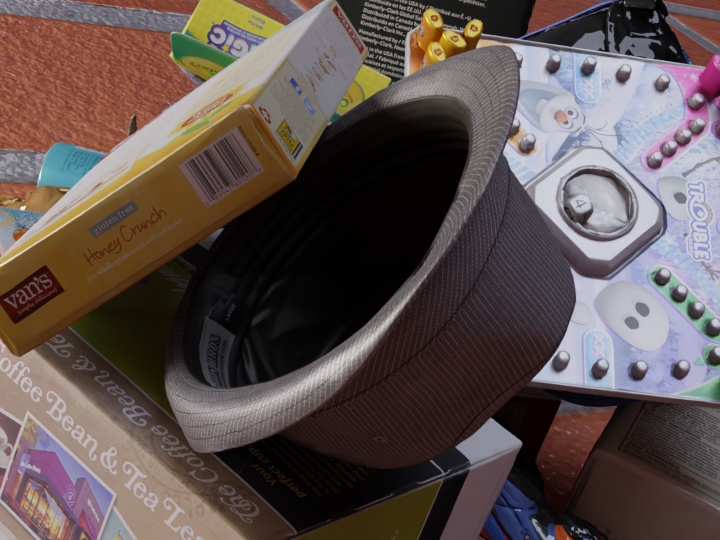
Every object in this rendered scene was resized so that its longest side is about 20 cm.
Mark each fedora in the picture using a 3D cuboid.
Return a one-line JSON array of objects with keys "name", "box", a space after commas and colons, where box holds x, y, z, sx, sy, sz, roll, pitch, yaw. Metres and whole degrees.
[{"name": "fedora", "box": [0.014, 0.012, 0.613, 0.090, 0.199, 0.178, 40, 46, -24]}]

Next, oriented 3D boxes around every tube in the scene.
[{"name": "tube", "box": [-0.105, -0.041, 1.007, 0.198, 0.051, 0.077, 11, 20, 12]}]

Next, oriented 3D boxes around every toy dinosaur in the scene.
[{"name": "toy dinosaur", "box": [-0.176, -0.031, 0.929, 0.198, 0.061, 0.106, -12, -13, 28]}]

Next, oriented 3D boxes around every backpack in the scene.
[{"name": "backpack", "box": [0.133, -0.025, 0.889, 0.181, 0.148, 0.201, -22, 62, -17]}]

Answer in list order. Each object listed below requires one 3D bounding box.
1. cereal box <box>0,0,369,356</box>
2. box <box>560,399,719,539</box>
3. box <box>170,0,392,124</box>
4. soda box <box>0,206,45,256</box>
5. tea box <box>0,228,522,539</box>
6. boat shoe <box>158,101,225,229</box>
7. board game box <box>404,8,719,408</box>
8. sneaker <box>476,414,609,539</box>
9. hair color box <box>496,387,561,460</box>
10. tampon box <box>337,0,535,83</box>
[{"name": "cereal box", "box": [-0.074, -0.048, 0.689, 0.040, 0.143, 0.200, 54, 20, -12]}, {"name": "box", "box": [0.190, 0.135, 0.899, 0.127, 0.110, 0.200, 27, 24, 13]}, {"name": "box", "box": [-0.036, -0.098, 0.896, 0.116, 0.049, 0.200, 27, -1, 7]}, {"name": "soda box", "box": [-0.124, 0.019, 0.911, 0.198, 0.069, 0.064, 9, 27, -30]}, {"name": "tea box", "box": [-0.071, 0.094, 0.725, 0.199, 0.135, 0.196, 37, 27, 29]}, {"name": "boat shoe", "box": [-0.072, -0.056, 0.897, 0.070, 0.092, 0.200, 15, 23, 8]}, {"name": "board game box", "box": [0.119, -0.034, 0.792, 0.197, 0.026, 0.202, 7, 60, -7]}, {"name": "sneaker", "box": [0.061, 0.130, 0.791, 0.200, 0.078, 0.075, 48, 13, 17]}, {"name": "hair color box", "box": [0.031, 0.044, 1.004, 0.110, 0.064, 0.201, 8, 29, -27]}, {"name": "tampon box", "box": [0.059, -0.212, 1.020, 0.125, 0.202, 0.150, 16, 22, 4]}]
